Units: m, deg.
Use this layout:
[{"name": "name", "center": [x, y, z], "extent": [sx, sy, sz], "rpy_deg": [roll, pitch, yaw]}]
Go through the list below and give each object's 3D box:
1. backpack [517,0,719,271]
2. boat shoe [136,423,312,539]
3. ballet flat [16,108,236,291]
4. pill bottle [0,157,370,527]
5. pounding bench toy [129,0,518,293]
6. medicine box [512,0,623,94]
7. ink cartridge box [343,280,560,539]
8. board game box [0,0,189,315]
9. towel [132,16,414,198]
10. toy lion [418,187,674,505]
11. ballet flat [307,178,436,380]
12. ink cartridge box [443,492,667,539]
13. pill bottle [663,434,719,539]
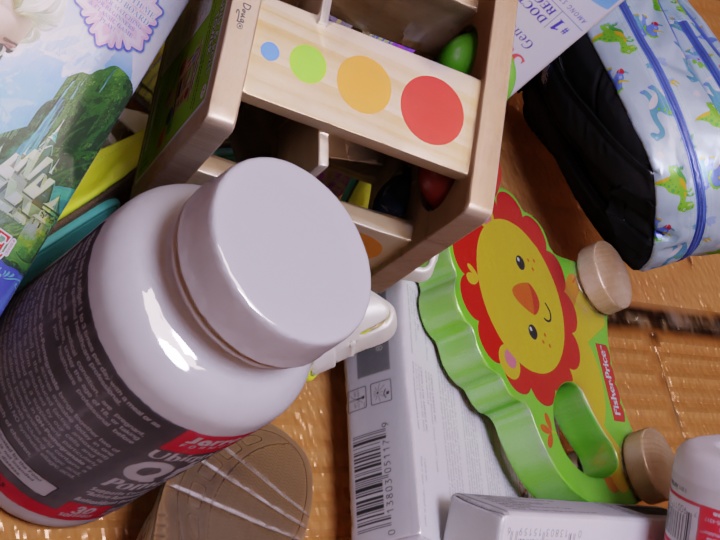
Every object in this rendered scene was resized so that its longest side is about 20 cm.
[{"name": "backpack", "center": [0.191, -0.096, 1.013], "extent": [0.152, 0.164, 0.201], "rpy_deg": [0, 46, -6]}, {"name": "boat shoe", "center": [-0.081, 0.147, 0.708], "extent": [0.073, 0.063, 0.200], "rpy_deg": [35, 39, -3]}, {"name": "ballet flat", "center": [-0.134, -0.048, 0.768], "extent": [0.067, 0.067, 0.199], "rpy_deg": [49, 45, 12]}, {"name": "pill bottle", "center": [-0.089, 0.031, 0.656], "extent": [0.110, 0.199, 0.112], "rpy_deg": [24, 51, -33]}, {"name": "pounding bench toy", "center": [-0.005, -0.114, 0.740], "extent": [0.155, 0.124, 0.202], "rpy_deg": [17, 67, -20]}, {"name": "medicine box", "center": [0.050, -0.202, 0.941], "extent": [0.182, 0.200, 0.103], "rpy_deg": [41, 27, -19]}, {"name": "ink cartridge box", "center": [0.061, 0.114, 0.894], "extent": [0.200, 0.057, 0.164], "rpy_deg": [41, 37, -50]}, {"name": "board game box", "center": [-0.197, -0.102, 0.645], "extent": [0.200, 0.041, 0.201], "rpy_deg": [38, 68, -28]}, {"name": "towel", "center": [-0.027, -0.130, 0.857], "extent": [0.144, 0.023, 0.200], "rpy_deg": [42, 84, -28]}, {"name": "toy lion", "center": [0.105, 0.049, 0.915], "extent": [0.191, 0.068, 0.202], "rpy_deg": [12, 61, -52]}, {"name": "ballet flat", "center": [0.000, 0.000, 0.814], "extent": [0.067, 0.067, 0.201], "rpy_deg": [27, 64, 11]}, {"name": "ink cartridge box", "center": [0.112, 0.218, 0.843], "extent": [0.199, 0.043, 0.175], "rpy_deg": [12, 90, -44]}, {"name": "pill bottle", "center": [0.218, 0.200, 0.835], "extent": [0.112, 0.112, 0.202], "rpy_deg": [0, 97, -45]}]
